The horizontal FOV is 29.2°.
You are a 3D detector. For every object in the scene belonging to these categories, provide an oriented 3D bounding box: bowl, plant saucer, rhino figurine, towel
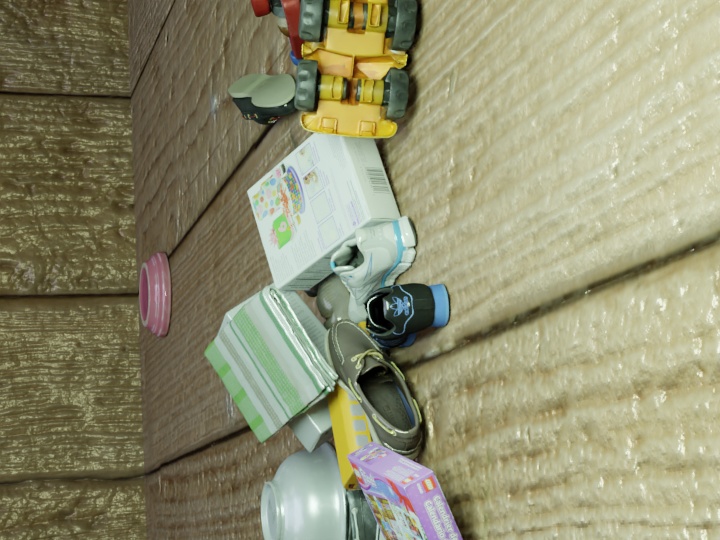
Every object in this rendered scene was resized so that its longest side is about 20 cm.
[{"bbox_3d":[-0.087,0.344,1.954,0.201,0.090,0.203,180,90,-71],"label":"bowl"},{"bbox_3d":[-0.486,0.057,3.251,0.200,0.050,0.202,180,90,-73],"label":"plant saucer"},{"bbox_3d":[-0.037,0.015,1.831,0.087,0.059,0.201,130,133,-57],"label":"rhino figurine"},{"bbox_3d":[-0.113,0.117,1.707,0.150,0.031,0.200,58,143,8],"label":"towel"}]

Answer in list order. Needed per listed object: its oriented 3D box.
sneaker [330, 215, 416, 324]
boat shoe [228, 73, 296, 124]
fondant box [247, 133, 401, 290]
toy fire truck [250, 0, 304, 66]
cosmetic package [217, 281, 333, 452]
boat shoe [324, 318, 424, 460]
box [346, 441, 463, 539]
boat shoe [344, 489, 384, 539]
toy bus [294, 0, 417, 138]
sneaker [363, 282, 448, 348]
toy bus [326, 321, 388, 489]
[{"bbox_3d":[0.000,0.000,1.687,0.200,0.086,0.075,112,150,-52],"label":"sneaker"},{"bbox_3d":[-0.142,-0.267,2.169,0.063,0.074,0.201,58,162,-24],"label":"boat shoe"},{"bbox_3d":[-0.049,-0.082,1.735,0.200,0.058,0.145,-35,65,41],"label":"fondant box"},{"bbox_3d":[-0.103,-0.390,2.002,0.201,0.111,0.169,-110,2,-47],"label":"toy fire truck"},{"bbox_3d":[-0.082,0.121,1.779,0.200,0.101,0.071,50,150,14],"label":"cosmetic package"},{"bbox_3d":[0.016,0.130,1.624,0.060,0.071,0.201,101,148,-51],"label":"boat shoe"},{"bbox_3d":[0.056,0.270,1.507,0.138,0.039,0.200,66,165,-10],"label":"box"},{"bbox_3d":[-0.002,0.367,1.723,0.074,0.068,0.201,-129,42,-63],"label":"boat shoe"},{"bbox_3d":[-0.014,-0.258,1.661,0.192,0.135,0.202,-155,70,-83],"label":"toy bus"},{"bbox_3d":[0.033,0.050,1.593,0.200,0.077,0.071,144,122,-68],"label":"sneaker"},{"bbox_3d":[0.004,0.162,1.686,0.065,0.078,0.201,116,149,-53],"label":"toy bus"}]
